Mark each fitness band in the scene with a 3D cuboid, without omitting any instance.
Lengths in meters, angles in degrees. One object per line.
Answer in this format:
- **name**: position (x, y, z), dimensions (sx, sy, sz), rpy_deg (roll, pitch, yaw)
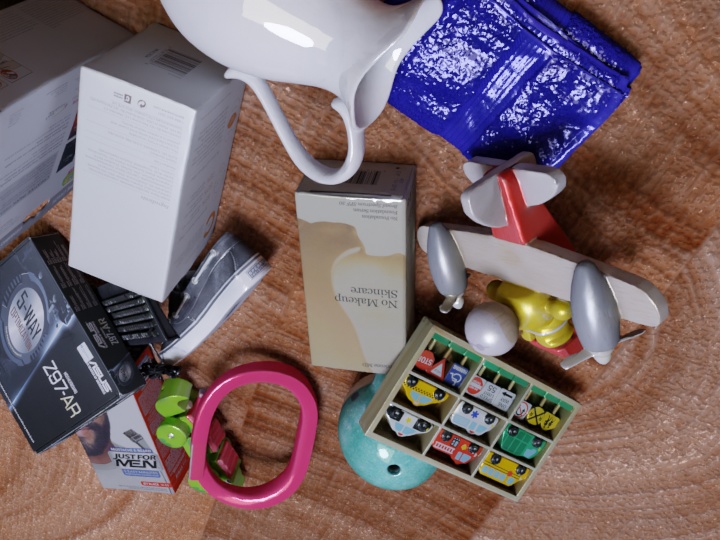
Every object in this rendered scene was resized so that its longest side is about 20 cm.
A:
- **fitness band**: position (-0.125, 0.195, 0.837), dimensions (0.143, 0.037, 0.201), rpy_deg (6, 113, -16)

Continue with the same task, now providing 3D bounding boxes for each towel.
- **towel**: position (0.101, -0.160, 0.570), dimensions (0.199, 0.050, 0.148), rpy_deg (33, 124, -9)

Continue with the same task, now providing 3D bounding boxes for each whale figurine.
- **whale figurine**: position (0.068, 0.162, 0.760), dimensions (0.199, 0.104, 0.159), rpy_deg (-27, 112, 20)

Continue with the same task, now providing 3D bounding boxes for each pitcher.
- **pitcher**: position (-0.061, -0.174, 0.542), dimensions (0.199, 0.121, 0.172), rpy_deg (33, 123, 10)

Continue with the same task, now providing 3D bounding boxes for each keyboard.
- **keyboard**: position (-0.236, 0.068, 0.759), dimensions (0.200, 0.021, 0.128), rpy_deg (-12, 111, 58)

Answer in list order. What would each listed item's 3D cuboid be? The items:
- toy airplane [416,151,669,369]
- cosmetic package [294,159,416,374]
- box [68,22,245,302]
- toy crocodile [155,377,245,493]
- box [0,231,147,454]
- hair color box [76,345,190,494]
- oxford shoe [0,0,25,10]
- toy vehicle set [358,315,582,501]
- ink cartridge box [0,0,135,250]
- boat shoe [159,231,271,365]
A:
- **toy airplane**: position (0.132, 0.003, 0.588), dimensions (0.199, 0.141, 0.200), rpy_deg (37, 168, 8)
- **cosmetic package**: position (0.000, 0.000, 0.689), dimensions (0.104, 0.071, 0.201), rpy_deg (4, 124, 11)
- **box**: position (-0.182, -0.095, 0.641), dimensions (0.097, 0.125, 0.201), rpy_deg (21, 125, 0)
- **toy crocodile**: position (-0.193, 0.211, 0.884), dimensions (0.061, 0.068, 0.201), rpy_deg (-13, 119, 21)
- **box**: position (-0.351, 0.083, 0.801), dimensions (0.160, 0.043, 0.201), rpy_deg (-32, 87, 24)
- **hair color box**: position (-0.298, 0.189, 0.900), dimensions (0.110, 0.064, 0.201), rpy_deg (-1, 122, 16)
- **oxford shoe**: position (-0.330, -0.240, 0.607), dimensions (0.072, 0.085, 0.201), rpy_deg (16, 127, 1)
- **toy vehicle set**: position (0.113, 0.143, 0.714), dimensions (0.199, 0.027, 0.125), rpy_deg (28, 97, -22)
- **ink cartridge box**: position (-0.296, -0.120, 0.605), dimensions (0.084, 0.200, 0.176), rpy_deg (30, 124, -6)
- **boat shoe**: position (-0.172, 0.032, 0.757), dimensions (0.068, 0.072, 0.200), rpy_deg (46, 130, -1)
